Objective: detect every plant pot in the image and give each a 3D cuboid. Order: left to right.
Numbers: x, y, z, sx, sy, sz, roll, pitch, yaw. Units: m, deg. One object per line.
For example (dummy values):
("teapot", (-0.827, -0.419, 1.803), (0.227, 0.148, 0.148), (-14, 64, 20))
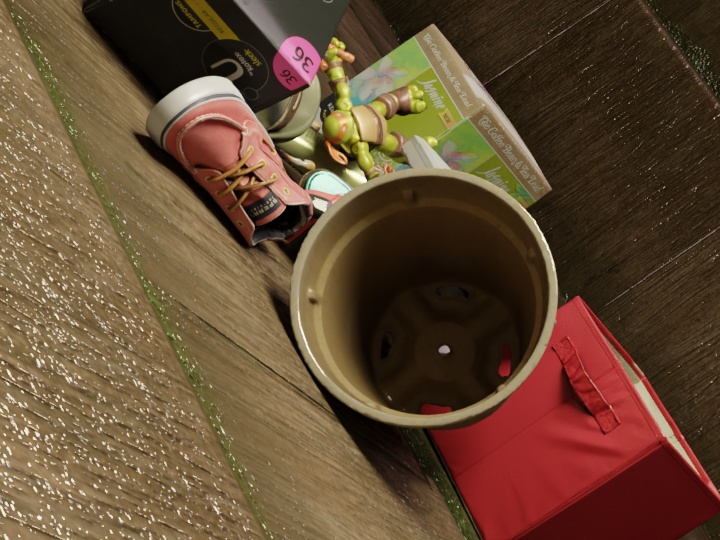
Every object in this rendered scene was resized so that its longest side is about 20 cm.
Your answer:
("plant pot", (0.057, 0.044, 1.462), (0.200, 0.200, 0.183), (58, -3, 18))

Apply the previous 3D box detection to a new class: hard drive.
("hard drive", (0.102, -0.034, 1.645), (0.132, 0.026, 0.200), (46, 10, -26))

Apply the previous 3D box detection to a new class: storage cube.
("storage cube", (0.184, 0.163, 1.641), (0.200, 0.180, 0.171), (43, 15, -51))

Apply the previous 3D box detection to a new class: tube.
("tube", (-0.045, -0.110, 1.777), (0.200, 0.052, 0.058), (36, -25, -7))

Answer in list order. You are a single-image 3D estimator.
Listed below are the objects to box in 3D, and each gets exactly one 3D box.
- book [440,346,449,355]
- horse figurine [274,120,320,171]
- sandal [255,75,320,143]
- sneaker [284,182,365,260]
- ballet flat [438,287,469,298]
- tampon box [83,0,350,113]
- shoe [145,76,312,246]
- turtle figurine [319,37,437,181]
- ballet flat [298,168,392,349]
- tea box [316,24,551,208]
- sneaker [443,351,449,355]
("book", (0.036, 0.020, 1.820), (0.200, 0.048, 0.134), (57, 10, 24))
("horse figurine", (-0.103, -0.170, 1.706), (0.133, 0.050, 0.200), (21, 37, -32))
("sandal", (-0.081, -0.150, 1.601), (0.080, 0.057, 0.201), (51, 29, 2))
("sneaker", (0.000, -0.042, 1.613), (0.200, 0.074, 0.087), (20, 50, -42))
("ballet flat", (0.097, 0.007, 1.765), (0.074, 0.074, 0.200), (55, 2, -1))
("tampon box", (-0.099, -0.241, 1.499), (0.150, 0.126, 0.200), (46, 43, -26))
("shoe", (-0.092, -0.079, 1.414), (0.091, 0.071, 0.200), (55, 5, 15))
("turtle figurine", (0.010, -0.125, 1.745), (0.161, 0.064, 0.200), (-5, 66, -58))
("ballet flat", (0.000, 0.000, 1.695), (0.200, 0.071, 0.065), (58, -18, 1))
("tea box", (0.063, -0.119, 1.975), (0.200, 0.197, 0.134), (42, 16, -54))
("sneaker", (0.123, 0.115, 1.768), (0.070, 0.093, 0.200), (60, 10, 25))
